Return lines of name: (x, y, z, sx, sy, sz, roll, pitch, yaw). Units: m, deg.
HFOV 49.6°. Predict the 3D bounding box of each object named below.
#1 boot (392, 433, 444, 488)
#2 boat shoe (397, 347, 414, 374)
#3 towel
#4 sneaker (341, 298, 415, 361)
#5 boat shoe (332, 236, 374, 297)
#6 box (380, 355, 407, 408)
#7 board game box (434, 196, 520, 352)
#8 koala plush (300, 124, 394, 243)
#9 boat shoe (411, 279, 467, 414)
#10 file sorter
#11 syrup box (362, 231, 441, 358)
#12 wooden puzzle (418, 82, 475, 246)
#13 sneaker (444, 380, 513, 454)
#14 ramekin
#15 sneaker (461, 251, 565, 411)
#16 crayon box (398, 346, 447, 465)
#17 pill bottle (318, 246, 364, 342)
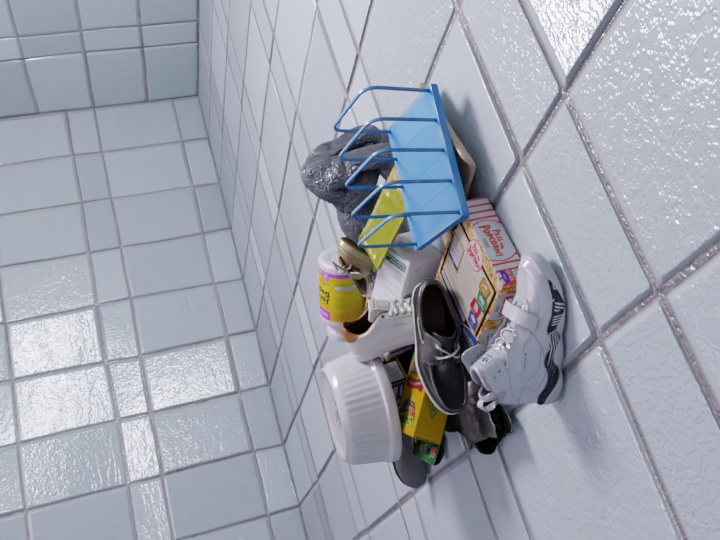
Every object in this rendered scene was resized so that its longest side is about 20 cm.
boot: (0.112, 0.342, 1.474, 0.131, 0.069, 0.203, 24, 127, 64)
boat shoe: (0.092, 0.173, 1.431, 0.199, 0.065, 0.076, 170, 89, -73)
towel: (0.052, -0.106, 1.244, 0.202, 0.018, 0.086, -64, 34, 28)
sneaker: (0.060, 0.073, 1.249, 0.085, 0.198, 0.073, 56, -169, -30)
boat shoe: (0.000, 0.000, 1.369, 0.073, 0.063, 0.200, 39, 178, 27)
box: (0.031, 0.210, 1.462, 0.202, 0.049, 0.160, 94, 154, -45)
board game box: (0.168, 0.019, 1.126, 0.201, 0.046, 0.153, 102, 152, -53)
koala plush: (-0.005, -0.132, 1.428, 0.177, 0.182, 0.202, 49, 159, 55)
boat shoe: (0.117, 0.113, 1.147, 0.068, 0.071, 0.203, 145, 115, -78)
file sorter: (0.049, -0.144, 1.116, 0.139, 0.121, 0.203, -38, 61, 59)
syrup box: (0.066, 0.043, 1.338, 0.079, 0.081, 0.202, 38, 130, 36)
wooden puzzle: (0.124, -0.157, 1.197, 0.201, 0.037, 0.186, 93, 159, -50)
sneaker: (0.176, 0.242, 1.211, 0.201, 0.059, 0.105, 112, 149, -55)
ramekin: (-0.004, 0.234, 1.330, 0.202, 0.093, 0.205, 168, 90, -77)
sneaker: (0.190, 0.082, 0.974, 0.075, 0.113, 0.203, -147, 49, -66)
crayon box: (0.107, 0.203, 1.266, 0.127, 0.050, 0.203, 153, 132, -77)
pill bottle: (-0.041, 0.056, 1.732, 0.104, 0.103, 0.203, -127, 31, -55)
